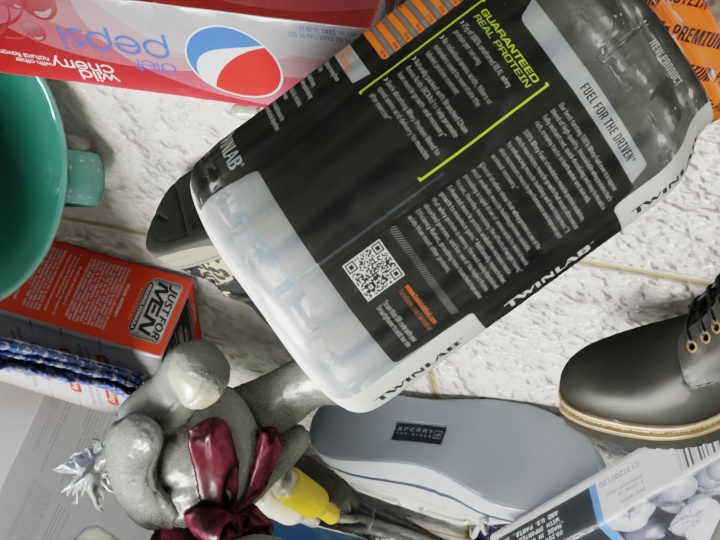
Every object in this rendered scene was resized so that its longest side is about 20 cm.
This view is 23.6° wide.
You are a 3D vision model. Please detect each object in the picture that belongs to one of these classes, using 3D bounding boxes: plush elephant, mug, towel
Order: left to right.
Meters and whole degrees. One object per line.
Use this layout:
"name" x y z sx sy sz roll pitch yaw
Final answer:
"mug" -0.237 -0.046 0.902 0.113 0.153 0.185 2 146 37
"towel" -0.224 0.049 0.972 0.143 0.024 0.200 8 173 20
"plush elephant" -0.090 0.149 1.020 0.199 0.156 0.164 -31 158 26

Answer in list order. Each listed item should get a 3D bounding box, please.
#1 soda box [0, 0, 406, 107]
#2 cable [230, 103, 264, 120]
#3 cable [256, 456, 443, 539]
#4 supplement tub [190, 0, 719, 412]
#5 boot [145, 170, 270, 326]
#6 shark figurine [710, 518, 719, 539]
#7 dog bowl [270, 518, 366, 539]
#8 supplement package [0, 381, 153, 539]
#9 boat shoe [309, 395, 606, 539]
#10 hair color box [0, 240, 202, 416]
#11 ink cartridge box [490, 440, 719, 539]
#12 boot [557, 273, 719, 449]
"soda box" -0.073 -0.120 0.764 0.198 0.071 0.064 10 148 18
"cable" 0.034 -0.075 0.767 0.198 0.097 0.051 -6 101 28
"cable" -0.015 0.181 1.215 0.199 0.051 0.097 36 154 -24
"supplement tub" 0.043 -0.048 0.675 0.199 0.123 0.123 -36 131 4
"boot" 0.000 -0.001 0.912 0.202 0.074 0.154 -6 144 44
"shark figurine" 0.230 0.140 0.899 0.127 0.090 0.215 31 117 -25
"dog bowl" -0.019 0.223 1.235 0.199 0.050 0.111 20 -174 -32
"supplement package" -0.251 0.171 1.218 0.146 0.193 0.201 4 146 27
"boat shoe" 0.067 0.132 1.077 0.200 0.075 0.086 5 146 29
"hair color box" -0.203 0.029 1.092 0.198 0.062 0.102 16 149 9
"ink cartridge box" 0.211 0.171 1.003 0.197 0.044 0.200 -34 125 22
"boot" 0.173 0.011 0.834 0.198 0.078 0.139 -13 134 24
